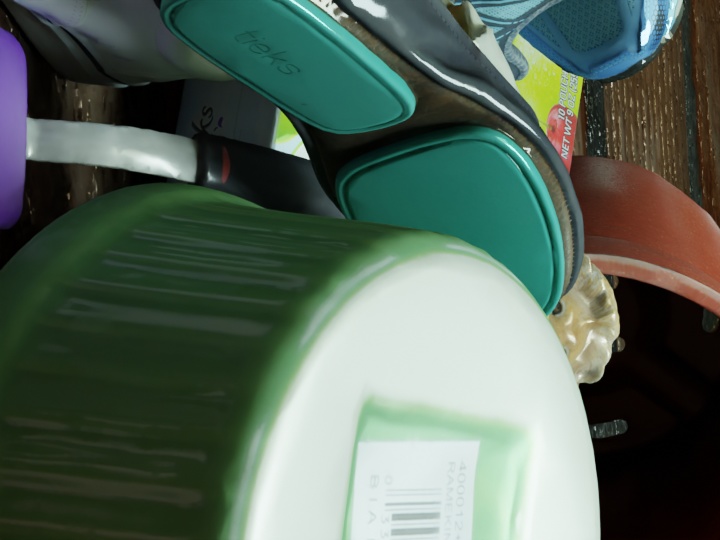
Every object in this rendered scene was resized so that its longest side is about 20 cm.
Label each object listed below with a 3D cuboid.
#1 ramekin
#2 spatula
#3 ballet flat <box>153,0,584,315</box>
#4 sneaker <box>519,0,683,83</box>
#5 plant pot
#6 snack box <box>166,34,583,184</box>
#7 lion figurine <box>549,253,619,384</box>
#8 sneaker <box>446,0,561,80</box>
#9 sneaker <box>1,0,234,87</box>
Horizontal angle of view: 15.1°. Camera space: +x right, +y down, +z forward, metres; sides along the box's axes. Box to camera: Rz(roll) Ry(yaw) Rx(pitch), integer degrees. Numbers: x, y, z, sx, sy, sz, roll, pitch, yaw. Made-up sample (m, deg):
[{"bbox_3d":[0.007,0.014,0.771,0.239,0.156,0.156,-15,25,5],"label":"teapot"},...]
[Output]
[{"bbox_3d":[-0.019,0.078,0.720,0.200,0.097,0.201,-5,96,-54],"label":"ramekin"},{"bbox_3d":[-0.060,-0.032,0.756,0.200,0.020,0.057,12,75,-50],"label":"spatula"},{"bbox_3d":[0.010,-0.056,0.737,0.200,0.073,0.073,44,44,-50],"label":"ballet flat"},{"bbox_3d":[0.030,-0.142,0.851,0.200,0.078,0.090,58,30,-9],"label":"sneaker"},{"bbox_3d":[0.089,0.052,1.120,0.195,0.200,0.202,-76,160,-68],"label":"plant pot"},{"bbox_3d":[0.000,0.000,0.879,0.142,0.053,0.201,25,66,-42],"label":"snack box"},{"bbox_3d":[0.039,0.086,1.001,0.073,0.122,0.201,-105,-173,-59],"label":"lion figurine"},{"bbox_3d":[0.049,-0.127,0.773,0.200,0.095,0.080,124,-31,-46],"label":"sneaker"},{"bbox_3d":[-0.070,-0.101,0.720,0.200,0.070,0.073,38,52,-72],"label":"sneaker"}]
